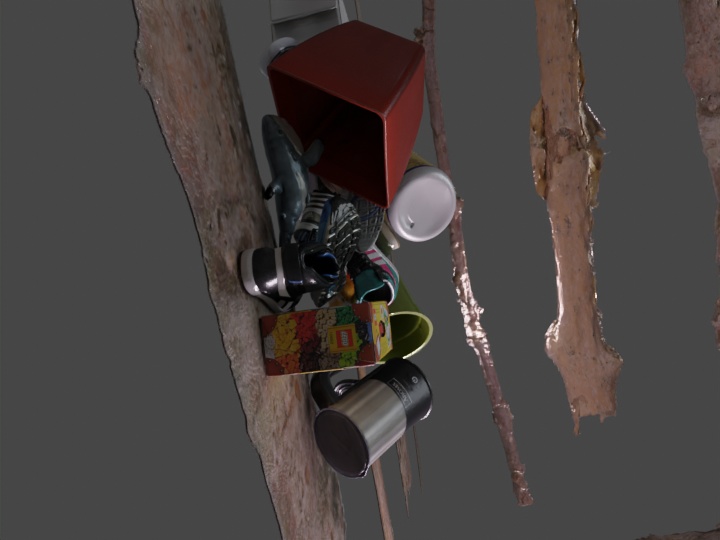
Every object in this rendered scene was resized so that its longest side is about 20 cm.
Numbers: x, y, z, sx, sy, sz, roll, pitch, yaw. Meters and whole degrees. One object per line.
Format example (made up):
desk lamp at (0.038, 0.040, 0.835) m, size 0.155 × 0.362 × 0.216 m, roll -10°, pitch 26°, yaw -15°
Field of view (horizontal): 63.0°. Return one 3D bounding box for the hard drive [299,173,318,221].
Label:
hard drive at (-0.102, -0.187, 1.049) m, size 0.132 × 0.026 × 0.206 m, roll 41°, pitch 42°, yaw -77°

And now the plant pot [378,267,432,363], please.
plant pot at (0.062, 0.094, 1.470) m, size 0.202 × 0.195 × 0.193 m, roll 72°, pitch 1°, yaw -49°

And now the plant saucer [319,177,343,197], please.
plant saucer at (-0.042, -0.221, 1.099) m, size 0.199 × 0.036 × 0.206 m, roll 27°, pitch 57°, yaw -51°

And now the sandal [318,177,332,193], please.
sandal at (-0.071, -0.175, 1.147) m, size 0.057 × 0.078 × 0.207 m, roll -5°, pitch 85°, yaw -56°

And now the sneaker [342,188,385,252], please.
sneaker at (0.001, -0.120, 1.008) m, size 0.088 × 0.072 × 0.206 m, roll 97°, pitch -9°, yaw -65°

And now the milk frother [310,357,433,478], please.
milk frother at (-0.008, 0.251, 0.998) m, size 0.186 × 0.179 × 0.204 m, roll -25°, pitch 143°, yaw -46°

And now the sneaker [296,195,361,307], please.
sneaker at (-0.062, -0.033, 0.856) m, size 0.078 × 0.090 × 0.202 m, roll -34°, pitch 157°, yaw -37°

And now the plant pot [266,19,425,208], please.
plant pot at (0.000, -0.256, 0.898) m, size 0.178 × 0.196 × 0.202 m, roll -55°, pitch 160°, yaw -24°

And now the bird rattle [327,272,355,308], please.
bird rattle at (-0.025, 0.025, 1.168) m, size 0.162 × 0.110 × 0.206 m, roll 20°, pitch 58°, yaw -62°

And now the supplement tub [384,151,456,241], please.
supplement tub at (0.091, -0.161, 1.187) m, size 0.200 × 0.142 × 0.149 m, roll -129°, pitch -158°, yaw -57°

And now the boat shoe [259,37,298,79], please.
boat shoe at (-0.097, -0.305, 0.944) m, size 0.068 × 0.072 × 0.200 m, roll 48°, pitch 8°, yaw 9°

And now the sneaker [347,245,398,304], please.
sneaker at (0.000, 0.000, 1.097) m, size 0.199 × 0.083 × 0.122 m, roll 40°, pitch 24°, yaw -23°

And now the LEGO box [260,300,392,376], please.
LEGO box at (-0.039, 0.091, 0.827) m, size 0.200 × 0.144 × 0.080 m, roll 15°, pitch 67°, yaw -81°

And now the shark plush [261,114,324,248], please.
shark plush at (-0.121, -0.119, 0.863) m, size 0.083 × 0.089 × 0.206 m, roll -8°, pitch 111°, yaw -62°

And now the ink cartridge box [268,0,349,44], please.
ink cartridge box at (-0.079, -0.408, 1.049) m, size 0.200 × 0.125 × 0.129 m, roll 58°, pitch 24°, yaw -71°

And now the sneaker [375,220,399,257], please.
sneaker at (-0.013, -0.101, 1.178) m, size 0.202 × 0.089 × 0.067 m, roll 52°, pitch -4°, yaw 3°

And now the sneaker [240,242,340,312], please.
sneaker at (-0.074, 0.011, 0.779) m, size 0.200 × 0.108 × 0.075 m, roll 37°, pitch 46°, yaw -78°

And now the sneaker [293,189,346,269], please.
sneaker at (-0.050, -0.065, 1.009) m, size 0.202 × 0.074 × 0.118 m, roll 70°, pitch 34°, yaw -63°
